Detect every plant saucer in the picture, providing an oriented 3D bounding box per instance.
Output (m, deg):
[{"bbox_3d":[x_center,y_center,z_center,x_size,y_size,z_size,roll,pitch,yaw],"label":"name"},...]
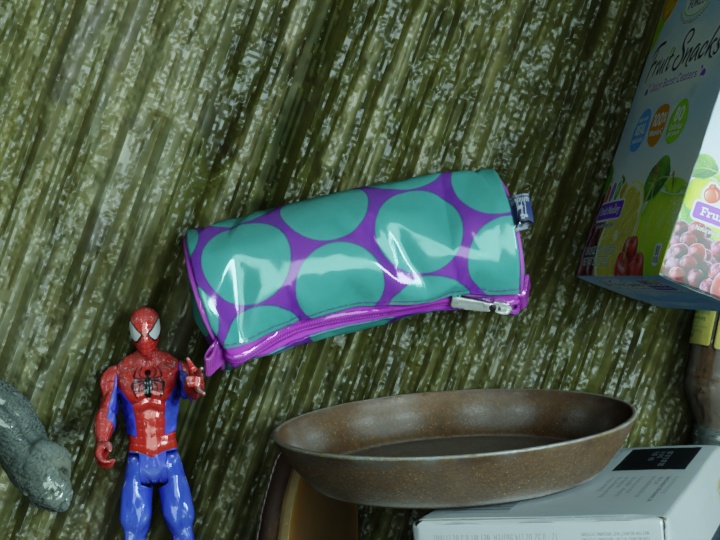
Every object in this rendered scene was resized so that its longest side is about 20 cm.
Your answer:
[{"bbox_3d":[0.051,0.096,0.869,0.198,0.200,0.035,-4,95,-5],"label":"plant saucer"}]

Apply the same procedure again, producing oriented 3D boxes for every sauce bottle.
[{"bbox_3d":[0.228,0.042,0.954,0.064,0.065,0.202,13,90,-5],"label":"sauce bottle"}]

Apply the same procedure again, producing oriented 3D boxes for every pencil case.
[{"bbox_3d":[0.000,0.000,0.921,0.198,0.085,0.093,-12,57,-4],"label":"pencil case"}]

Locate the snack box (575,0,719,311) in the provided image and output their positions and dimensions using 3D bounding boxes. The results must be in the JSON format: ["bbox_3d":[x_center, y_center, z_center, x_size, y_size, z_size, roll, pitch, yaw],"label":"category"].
[{"bbox_3d":[0.200,-0.081,0.899,0.067,0.169,0.202,20,86,-7],"label":"snack box"}]

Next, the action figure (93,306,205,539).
[{"bbox_3d":[-0.117,0.121,0.908,0.065,0.099,0.202,-4,87,-6],"label":"action figure"}]

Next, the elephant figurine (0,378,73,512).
[{"bbox_3d":[-0.259,0.059,0.869,0.140,0.155,0.202,-14,82,-27],"label":"elephant figurine"}]

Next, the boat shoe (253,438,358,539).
[{"bbox_3d":[-0.046,0.199,0.924,0.070,0.070,0.202,-6,74,37],"label":"boat shoe"}]

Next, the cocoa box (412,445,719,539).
[{"bbox_3d":[0.124,0.177,0.857,0.132,0.200,0.133,-4,93,20],"label":"cocoa box"}]
